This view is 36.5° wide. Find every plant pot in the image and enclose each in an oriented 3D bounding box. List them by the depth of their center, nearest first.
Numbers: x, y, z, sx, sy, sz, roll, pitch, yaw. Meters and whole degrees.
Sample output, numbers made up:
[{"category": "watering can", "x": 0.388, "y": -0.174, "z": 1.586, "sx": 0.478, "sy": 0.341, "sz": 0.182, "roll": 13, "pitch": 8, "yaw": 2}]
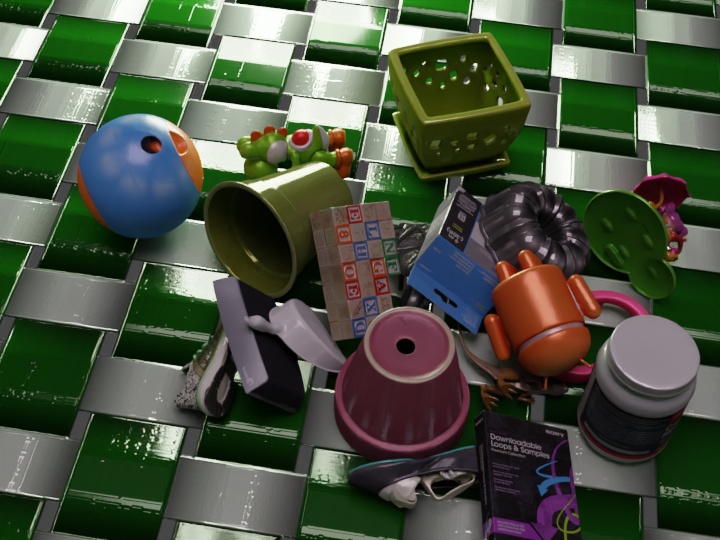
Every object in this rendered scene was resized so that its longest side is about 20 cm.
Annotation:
[{"category": "plant pot", "x": 0.064, "y": 0.155, "z": 1.563, "sx": 0.200, "sy": 0.179, "sz": 0.200, "roll": 2, "pitch": 52, "yaw": -2}, {"category": "plant pot", "x": -0.116, "y": -0.087, "z": 1.756, "sx": 0.200, "sy": 0.200, "sz": 0.190, "roll": 35, "pitch": 46, "yaw": 22}, {"category": "plant pot", "x": 0.161, "y": -0.274, "z": 1.901, "sx": 0.199, "sy": 0.182, "sz": 0.200, "roll": -12, "pitch": 54, "yaw": -11}]

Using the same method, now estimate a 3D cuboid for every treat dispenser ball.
[{"category": "treat dispenser ball", "x": -0.356, "y": -0.152, "z": 1.767, "sx": 0.200, "sy": 0.201, "sz": 0.201, "roll": 1, "pitch": 52, "yaw": -2}]

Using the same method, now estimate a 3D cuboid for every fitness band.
[{"category": "fitness band", "x": 0.363, "y": 0.102, "z": 1.709, "sx": 0.200, "sy": 0.037, "sz": 0.144, "roll": -15, "pitch": 54, "yaw": -13}]

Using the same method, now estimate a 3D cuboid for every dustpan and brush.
[{"category": "dustpan and brush", "x": -0.106, "y": 0.088, "z": 1.625, "sx": 0.057, "sy": 0.200, "sz": 0.140, "roll": -39, "pitch": 59, "yaw": 6}]

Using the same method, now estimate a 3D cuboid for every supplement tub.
[{"category": "supplement tub", "x": 0.394, "y": 0.171, "z": 1.553, "sx": 0.140, "sy": 0.200, "sz": 0.141, "roll": 1, "pitch": 52, "yaw": -2}]

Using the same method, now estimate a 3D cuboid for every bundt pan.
[{"category": "bundt pan", "x": 0.290, "y": -0.060, "z": 1.749, "sx": 0.202, "sy": 0.076, "sz": 0.202, "roll": 22, "pitch": 47, "yaw": -26}]

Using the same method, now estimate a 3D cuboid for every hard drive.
[{"category": "hard drive", "x": -0.148, "y": 0.106, "z": 1.620, "sx": 0.042, "sy": 0.135, "sz": 0.200, "roll": -33, "pitch": 56, "yaw": 17}]

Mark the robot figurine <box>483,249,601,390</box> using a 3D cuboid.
[{"category": "robot figurine", "x": 0.267, "y": 0.072, "z": 1.619, "sx": 0.144, "sy": 0.117, "sz": 0.200, "roll": -14, "pitch": 68, "yaw": -19}]

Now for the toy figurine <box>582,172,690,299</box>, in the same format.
[{"category": "toy figurine", "x": 0.493, "y": -0.079, "z": 1.810, "sx": 0.184, "sy": 0.150, "sz": 0.200, "roll": -35, "pitch": 93, "yaw": -39}]

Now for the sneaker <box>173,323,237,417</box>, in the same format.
[{"category": "sneaker", "x": -0.228, "y": 0.132, "z": 1.640, "sx": 0.088, "sy": 0.077, "sz": 0.200, "roll": -3, "pitch": 41, "yaw": 21}]

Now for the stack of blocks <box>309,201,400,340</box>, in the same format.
[{"category": "stack of blocks", "x": 0.000, "y": 0.000, "z": 1.680, "sx": 0.115, "sy": 0.059, "sz": 0.200, "roll": -9, "pitch": 88, "yaw": -39}]

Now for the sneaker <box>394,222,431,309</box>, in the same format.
[{"category": "sneaker", "x": 0.069, "y": -0.003, "z": 1.755, "sx": 0.114, "sy": 0.076, "sz": 0.200, "roll": 11, "pitch": 49, "yaw": 8}]

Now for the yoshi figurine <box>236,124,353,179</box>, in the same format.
[{"category": "yoshi figurine", "x": -0.121, "y": -0.193, "z": 1.898, "sx": 0.200, "sy": 0.112, "sz": 0.112, "roll": -1, "pitch": 91, "yaw": -21}]

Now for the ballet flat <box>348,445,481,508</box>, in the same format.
[{"category": "ballet flat", "x": 0.085, "y": 0.294, "z": 1.526, "sx": 0.200, "sy": 0.073, "sz": 0.073, "roll": -8, "pitch": 53, "yaw": -12}]

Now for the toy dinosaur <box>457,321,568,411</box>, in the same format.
[{"category": "toy dinosaur", "x": 0.212, "y": 0.162, "z": 1.655, "sx": 0.200, "sy": 0.060, "sz": 0.106, "roll": 26, "pitch": 29, "yaw": 13}]

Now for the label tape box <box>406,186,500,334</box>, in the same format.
[{"category": "label tape box", "x": 0.171, "y": -0.019, "z": 1.722, "sx": 0.144, "sy": 0.063, "sz": 0.200, "roll": 36, "pitch": 43, "yaw": -11}]

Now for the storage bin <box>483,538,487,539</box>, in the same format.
[{"category": "storage bin", "x": 0.122, "y": 0.480, "z": 1.365, "sx": 0.200, "sy": 0.094, "sz": 0.199, "roll": -22, "pitch": 56, "yaw": -19}]

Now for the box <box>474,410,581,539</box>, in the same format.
[{"category": "box", "x": 0.233, "y": 0.300, "z": 1.518, "sx": 0.143, "sy": 0.036, "sz": 0.200, "roll": 15, "pitch": 48, "yaw": -19}]
